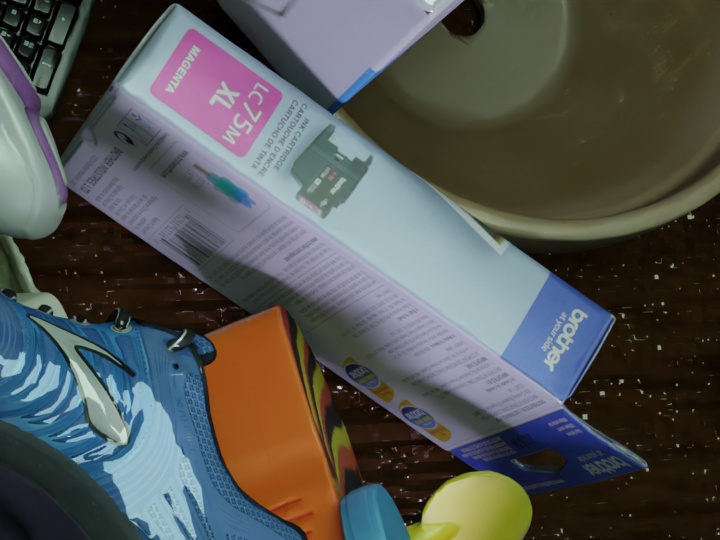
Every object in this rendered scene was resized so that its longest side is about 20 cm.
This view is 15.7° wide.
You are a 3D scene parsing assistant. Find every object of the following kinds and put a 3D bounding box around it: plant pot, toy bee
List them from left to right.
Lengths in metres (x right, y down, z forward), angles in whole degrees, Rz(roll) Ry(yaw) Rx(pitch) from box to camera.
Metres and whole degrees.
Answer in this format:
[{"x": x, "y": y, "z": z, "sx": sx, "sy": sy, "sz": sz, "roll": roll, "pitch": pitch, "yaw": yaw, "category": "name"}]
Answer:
[{"x": -0.012, "y": 0.119, "z": 0.832, "sx": 0.130, "sy": 0.109, "sz": 0.201, "roll": -3, "pitch": 61, "yaw": 18, "category": "toy bee"}, {"x": 0.048, "y": -0.098, "z": 0.890, "sx": 0.199, "sy": 0.093, "sz": 0.203, "roll": 4, "pitch": 77, "yaw": -16, "category": "plant pot"}]

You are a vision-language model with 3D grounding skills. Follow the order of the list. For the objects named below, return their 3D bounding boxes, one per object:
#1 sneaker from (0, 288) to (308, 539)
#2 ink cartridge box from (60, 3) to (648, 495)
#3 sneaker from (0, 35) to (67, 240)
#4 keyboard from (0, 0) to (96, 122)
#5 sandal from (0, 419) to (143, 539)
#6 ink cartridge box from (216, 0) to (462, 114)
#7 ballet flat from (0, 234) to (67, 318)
[{"x": -0.095, "y": 0.040, "z": 0.766, "sx": 0.200, "sy": 0.078, "sz": 0.089, "roll": 47, "pitch": 58, "yaw": -6, "category": "sneaker"}, {"x": 0.000, "y": 0.000, "z": 0.839, "sx": 0.200, "sy": 0.119, "sz": 0.042, "roll": 37, "pitch": 72, "yaw": -7, "category": "ink cartridge box"}, {"x": -0.172, "y": -0.064, "z": 0.791, "sx": 0.200, "sy": 0.075, "sz": 0.100, "roll": 40, "pitch": 78, "yaw": 17, "category": "sneaker"}, {"x": -0.177, "y": -0.128, "z": 0.854, "sx": 0.199, "sy": 0.040, "sz": 0.105, "roll": 21, "pitch": 74, "yaw": -13, "category": "keyboard"}, {"x": -0.142, "y": 0.061, "z": 0.711, "sx": 0.199, "sy": 0.076, "sz": 0.043, "roll": 27, "pitch": 45, "yaw": 16, "category": "sandal"}, {"x": 0.051, "y": -0.144, "z": 0.791, "sx": 0.200, "sy": 0.115, "sz": 0.068, "roll": -43, "pitch": 93, "yaw": -21, "category": "ink cartridge box"}, {"x": -0.120, "y": 0.008, "z": 0.828, "sx": 0.071, "sy": 0.072, "sz": 0.201, "roll": -29, "pitch": 90, "yaw": -21, "category": "ballet flat"}]
